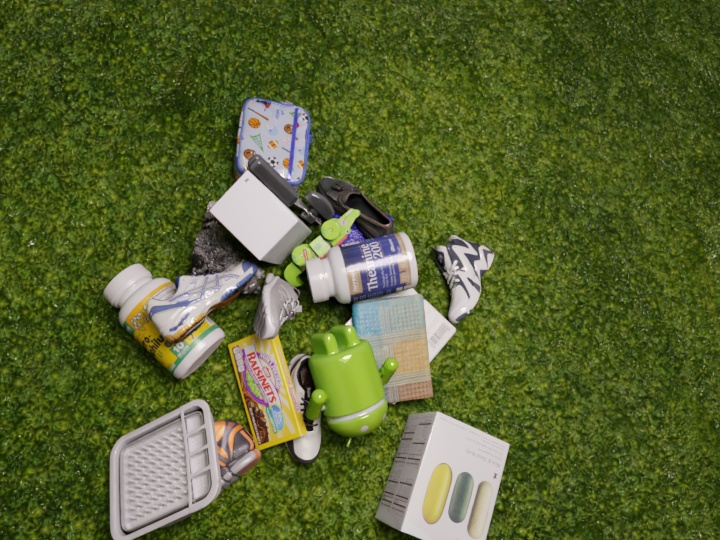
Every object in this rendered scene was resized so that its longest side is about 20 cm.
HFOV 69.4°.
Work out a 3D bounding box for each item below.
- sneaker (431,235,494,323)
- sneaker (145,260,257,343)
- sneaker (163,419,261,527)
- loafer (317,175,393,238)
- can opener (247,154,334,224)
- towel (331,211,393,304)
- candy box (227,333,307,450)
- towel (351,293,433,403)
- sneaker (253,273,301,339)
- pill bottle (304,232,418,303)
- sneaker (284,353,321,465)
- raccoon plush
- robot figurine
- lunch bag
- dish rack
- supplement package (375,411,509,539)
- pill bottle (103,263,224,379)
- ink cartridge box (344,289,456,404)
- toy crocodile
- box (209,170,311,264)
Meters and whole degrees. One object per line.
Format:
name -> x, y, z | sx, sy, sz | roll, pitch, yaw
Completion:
sneaker -> 0.196, 0.007, 1.112 | 0.129, 0.080, 0.200 | 31, 67, -2
sneaker -> -0.263, 0.030, 0.874 | 0.088, 0.075, 0.200 | 46, 54, 4
sneaker -> -0.278, 0.335, 0.887 | 0.199, 0.078, 0.112 | -34, 70, -19
loafer -> -0.007, -0.138, 1.069 | 0.200, 0.063, 0.072 | 41, 66, 14
can opener -> -0.138, -0.162, 1.041 | 0.067, 0.053, 0.200 | -47, 123, 8
towel -> 0.009, -0.028, 1.088 | 0.147, 0.050, 0.201 | 1, 72, -16
candy box -> -0.171, 0.213, 0.943 | 0.102, 0.026, 0.201 | -23, 77, 18
towel -> 0.062, 0.151, 1.005 | 0.146, 0.022, 0.202 | -4, 82, -12
sneaker -> -0.144, 0.062, 0.949 | 0.081, 0.200, 0.075 | 16, 113, -10
pill bottle -> 0.000, 0.000, 0.986 | 0.199, 0.111, 0.112 | -13, 76, -7
sneaker -> -0.104, 0.250, 0.952 | 0.073, 0.080, 0.201 | 0, 74, -17
raccoon plush -> -0.243, -0.043, 0.995 | 0.133, 0.097, 0.201 | 9, 71, -10
robot figurine -> -0.021, 0.199, 0.911 | 0.175, 0.115, 0.201 | -18, 93, -32
lunch bag -> -0.181, -0.267, 1.102 | 0.159, 0.076, 0.201 | 9, 71, -15
dish rack -> -0.309, 0.321, 0.836 | 0.199, 0.044, 0.172 | -26, 55, 8
supplement package -> 0.145, 0.381, 0.937 | 0.151, 0.151, 0.201 | 25, 68, -7
pill bottle -> -0.349, 0.085, 0.919 | 0.200, 0.113, 0.113 | 44, 67, 1
ink cartridge box -> 0.065, 0.132, 1.041 | 0.176, 0.045, 0.200 | 44, 73, 0
toy crocodile -> -0.075, -0.049, 1.028 | 0.200, 0.068, 0.062 | -41, 94, 3
box -> -0.176, -0.089, 0.966 | 0.124, 0.200, 0.098 | 44, 89, 3
